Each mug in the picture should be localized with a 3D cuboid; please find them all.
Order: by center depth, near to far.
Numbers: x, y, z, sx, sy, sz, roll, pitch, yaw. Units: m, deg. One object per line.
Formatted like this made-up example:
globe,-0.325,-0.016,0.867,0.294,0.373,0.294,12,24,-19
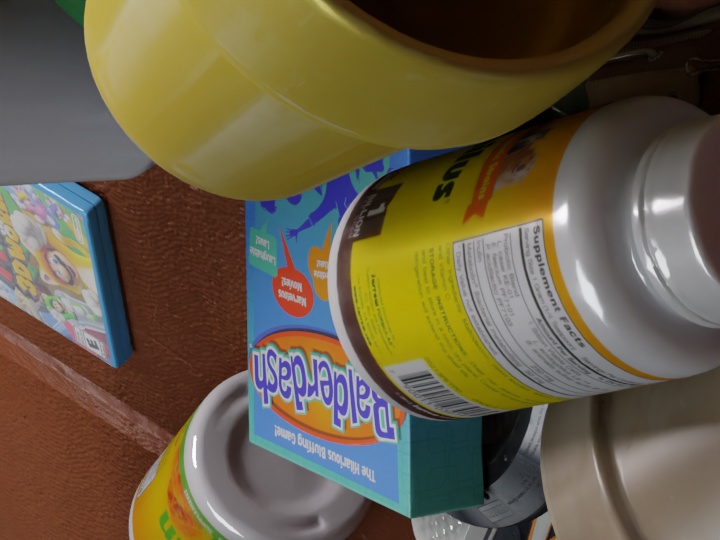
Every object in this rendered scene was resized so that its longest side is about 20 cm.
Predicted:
mug,-0.164,-0.122,1.404,0.149,0.153,0.187,124,143,-48

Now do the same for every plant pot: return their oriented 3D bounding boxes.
plant pot,-0.012,-0.123,1.085,0.201,0.201,0.189,48,143,-4
plant pot,0.201,0.064,1.145,0.200,0.200,0.174,45,134,3

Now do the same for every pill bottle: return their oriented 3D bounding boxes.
pill bottle,0.085,-0.005,1.113,0.200,0.109,0.109,-15,115,50
pill bottle,-0.071,0.139,1.640,0.111,0.111,0.200,45,151,3

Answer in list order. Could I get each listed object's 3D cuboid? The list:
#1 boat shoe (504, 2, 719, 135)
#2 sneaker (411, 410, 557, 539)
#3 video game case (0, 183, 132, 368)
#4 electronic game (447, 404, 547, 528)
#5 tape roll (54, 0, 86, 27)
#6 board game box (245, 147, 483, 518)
boat shoe,0.126,-0.063,1.169,0.200,0.074,0.076,7,133,49
sneaker,0.093,0.060,1.375,0.078,0.079,0.200,63,140,41
video game case,-0.225,-0.034,1.719,0.200,0.018,0.143,30,148,27
electronic game,0.052,0.022,1.330,0.200,0.042,0.200,18,111,57
tape roll,-0.053,-0.170,1.199,0.200,0.048,0.200,7,132,8
board game box,0.000,0.000,1.327,0.152,0.045,0.200,18,113,56
